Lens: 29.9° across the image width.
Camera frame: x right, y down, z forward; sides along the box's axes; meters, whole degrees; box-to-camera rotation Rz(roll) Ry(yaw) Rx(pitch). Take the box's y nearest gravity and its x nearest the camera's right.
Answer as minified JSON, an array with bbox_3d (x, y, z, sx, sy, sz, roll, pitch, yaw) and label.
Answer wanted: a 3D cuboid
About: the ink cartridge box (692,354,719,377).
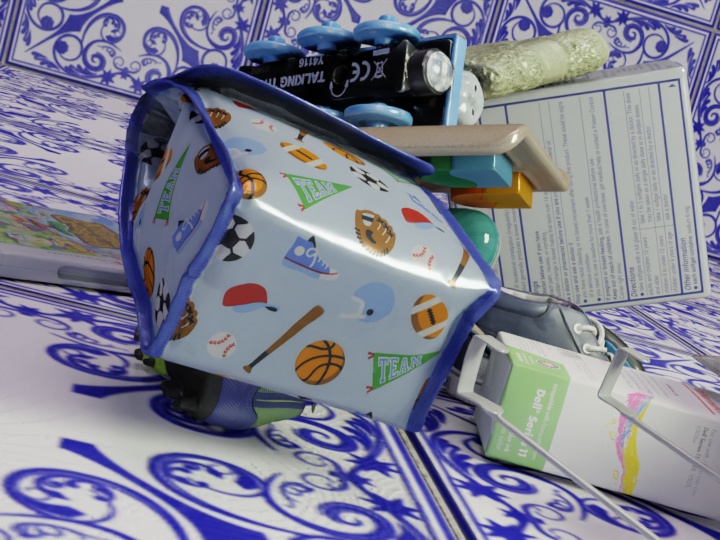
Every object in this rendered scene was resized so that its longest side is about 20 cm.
[{"bbox_3d":[0.335,0.095,0.876,0.200,0.044,0.174,34,-5,-5],"label":"ink cartridge box"}]

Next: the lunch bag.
[{"bbox_3d":[-0.039,-0.027,0.746,0.170,0.124,0.200,22,20,-27],"label":"lunch bag"}]

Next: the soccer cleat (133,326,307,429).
[{"bbox_3d":[-0.086,0.044,0.822,0.083,0.065,0.200,12,14,-22],"label":"soccer cleat"}]

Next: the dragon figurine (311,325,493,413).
[{"bbox_3d":[0.013,0.052,0.902,0.059,0.099,0.200,48,14,26],"label":"dragon figurine"}]

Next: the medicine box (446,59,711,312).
[{"bbox_3d":[0.171,-0.064,1.096,0.199,0.183,0.103,-7,11,9],"label":"medicine box"}]

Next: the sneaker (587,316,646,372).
[{"bbox_3d":[0.181,0.067,1.128,0.082,0.074,0.200,9,11,-32],"label":"sneaker"}]

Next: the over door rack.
[{"bbox_3d":[0.148,0.122,0.694,0.147,0.067,0.200,7,33,-46],"label":"over door rack"}]

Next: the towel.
[{"bbox_3d":[0.079,-0.155,1.057,0.148,0.037,0.200,-20,14,-37],"label":"towel"}]

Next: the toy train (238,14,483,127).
[{"bbox_3d":[-0.003,-0.124,0.960,0.199,0.087,0.114,-2,-11,41],"label":"toy train"}]

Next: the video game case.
[{"bbox_3d":[-0.243,-0.022,1.089,0.182,0.022,0.200,10,11,-38],"label":"video game case"}]

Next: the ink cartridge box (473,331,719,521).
[{"bbox_3d":[0.182,0.107,0.902,0.199,0.068,0.117,16,7,0],"label":"ink cartridge box"}]

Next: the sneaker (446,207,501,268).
[{"bbox_3d":[0.000,0.000,0.947,0.199,0.072,0.080,-20,-24,10],"label":"sneaker"}]

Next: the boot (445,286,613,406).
[{"bbox_3d":[0.168,0.075,0.998,0.199,0.091,0.073,17,8,3],"label":"boot"}]

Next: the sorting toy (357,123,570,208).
[{"bbox_3d":[0.038,-0.067,0.918,0.184,0.037,0.200,0,-4,18],"label":"sorting toy"}]
